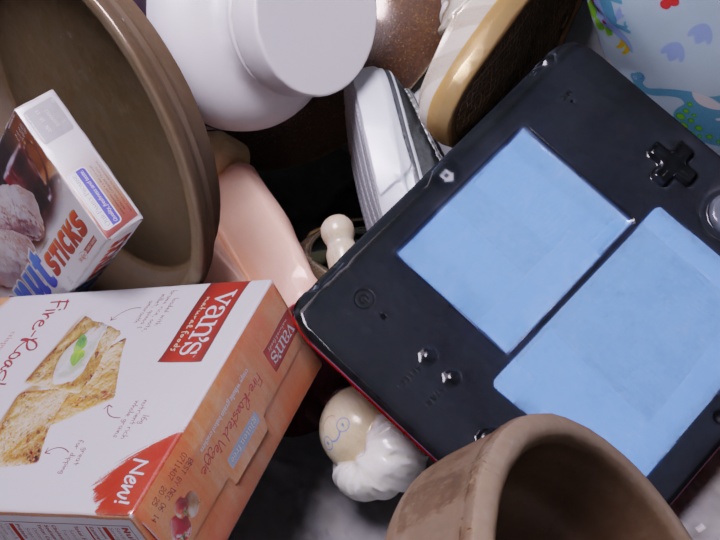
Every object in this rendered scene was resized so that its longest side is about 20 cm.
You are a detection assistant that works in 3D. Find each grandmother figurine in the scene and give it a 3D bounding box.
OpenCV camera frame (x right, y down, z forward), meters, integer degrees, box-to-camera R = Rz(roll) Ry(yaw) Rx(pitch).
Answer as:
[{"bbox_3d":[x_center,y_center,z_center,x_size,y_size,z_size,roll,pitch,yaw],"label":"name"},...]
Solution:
[{"bbox_3d":[-0.033,0.031,0.742,0.060,0.122,0.200,-13,51,-36],"label":"grandmother figurine"}]

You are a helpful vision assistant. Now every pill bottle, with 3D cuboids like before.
[{"bbox_3d":[-0.089,-0.127,0.765,0.199,0.113,0.113,7,51,45],"label":"pill bottle"}]

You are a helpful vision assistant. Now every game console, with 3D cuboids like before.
[{"bbox_3d":[0.096,0.013,0.684,0.177,0.031,0.200,44,70,7],"label":"game console"}]

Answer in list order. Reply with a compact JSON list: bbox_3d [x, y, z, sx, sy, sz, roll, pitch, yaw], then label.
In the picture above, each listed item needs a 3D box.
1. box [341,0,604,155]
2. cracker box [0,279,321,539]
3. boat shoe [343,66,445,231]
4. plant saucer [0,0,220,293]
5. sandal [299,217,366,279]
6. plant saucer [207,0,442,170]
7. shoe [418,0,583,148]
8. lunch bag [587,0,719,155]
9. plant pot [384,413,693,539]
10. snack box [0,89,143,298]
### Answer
[{"bbox_3d":[0.037,-0.124,0.884,0.124,0.098,0.200,-36,41,-9],"label":"box"},{"bbox_3d":[-0.132,0.073,0.693,0.199,0.058,0.134,-4,40,33],"label":"cracker box"},{"bbox_3d":[0.047,-0.008,0.739,0.070,0.072,0.201,-17,78,-7],"label":"boat shoe"},{"bbox_3d":[-0.130,-0.070,0.725,0.029,0.201,0.199,-34,38,-30],"label":"plant saucer"},{"bbox_3d":[0.001,-0.001,0.804,0.200,0.057,0.080,-15,42,16],"label":"sandal"},{"bbox_3d":[-0.027,-0.150,0.836,0.200,0.037,0.202,-22,51,30],"label":"plant saucer"},{"bbox_3d":[0.075,-0.138,0.755,0.053,0.070,0.200,22,58,23],"label":"shoe"},{"bbox_3d":[0.220,-0.128,0.729,0.199,0.170,0.128,6,53,35],"label":"lunch bag"},{"bbox_3d":[0.028,0.172,0.526,0.174,0.200,0.201,-27,37,27],"label":"plant pot"},{"bbox_3d":[-0.160,-0.016,0.763,0.024,0.072,0.200,-36,-2,-29],"label":"snack box"}]
